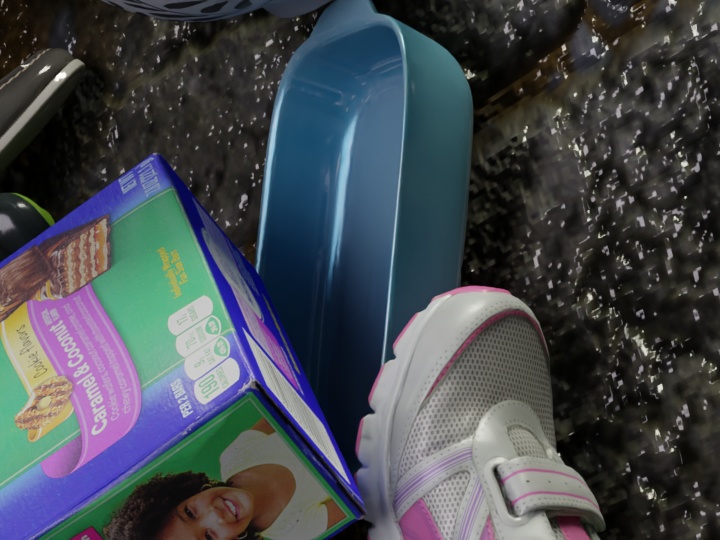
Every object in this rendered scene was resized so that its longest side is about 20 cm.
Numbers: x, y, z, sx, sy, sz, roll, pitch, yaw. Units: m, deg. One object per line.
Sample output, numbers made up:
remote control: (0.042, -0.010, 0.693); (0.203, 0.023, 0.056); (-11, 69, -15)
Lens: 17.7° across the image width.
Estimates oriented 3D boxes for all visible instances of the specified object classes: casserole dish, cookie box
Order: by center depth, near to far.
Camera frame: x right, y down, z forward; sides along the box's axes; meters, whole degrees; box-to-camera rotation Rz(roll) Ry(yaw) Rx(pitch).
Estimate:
cookie box: (-0.117, 0.074, 0.798); (0.200, 0.075, 0.171); (-35, 32, 4)
casserole dish: (0.000, 0.000, 0.839); (0.121, 0.039, 0.200); (-9, 75, 63)

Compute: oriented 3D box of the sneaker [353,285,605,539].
sneaker: (0.057, 0.103, 0.756); (0.088, 0.081, 0.200); (-10, 81, 41)

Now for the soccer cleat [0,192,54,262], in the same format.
soccer cleat: (-0.192, 0.035, 1.009); (0.068, 0.081, 0.200); (48, 134, -2)

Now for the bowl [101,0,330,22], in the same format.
bowl: (-0.033, -0.157, 0.859); (0.201, 0.094, 0.201); (-37, 26, 22)

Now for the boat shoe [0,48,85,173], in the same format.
boat shoe: (-0.208, -0.035, 1.025); (0.057, 0.067, 0.200); (44, 98, -3)
